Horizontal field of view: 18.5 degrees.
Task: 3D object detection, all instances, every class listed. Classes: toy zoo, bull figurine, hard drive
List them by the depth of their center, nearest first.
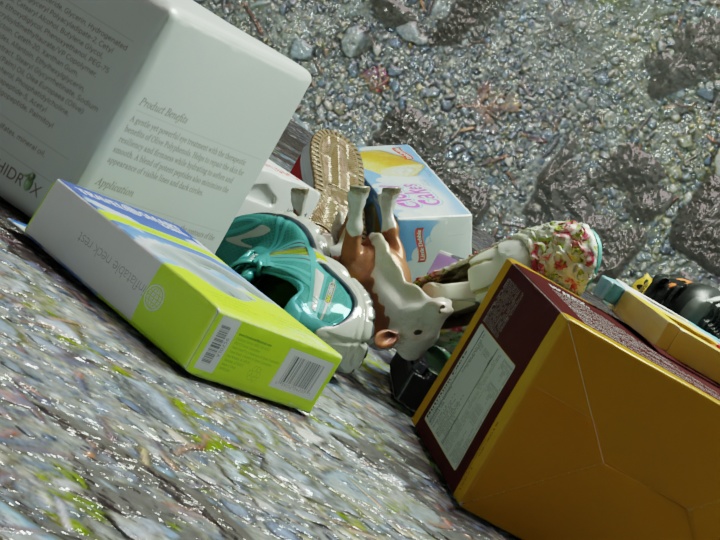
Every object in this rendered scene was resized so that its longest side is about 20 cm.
[{"bbox_3d":[0.242,0.059,1.503,0.200,0.020,0.131,29,6,-14],"label":"toy zoo"},{"bbox_3d":[0.000,0.000,1.595,0.065,0.122,0.200,0,2,-27],"label":"bull figurine"},{"bbox_3d":[0.115,0.117,1.610,0.200,0.038,0.140,30,6,-6],"label":"hard drive"}]

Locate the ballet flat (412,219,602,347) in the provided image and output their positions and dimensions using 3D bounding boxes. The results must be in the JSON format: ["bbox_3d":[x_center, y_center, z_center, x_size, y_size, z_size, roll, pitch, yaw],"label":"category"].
[{"bbox_3d":[0.091,0.015,1.570,0.064,0.076,0.200,3,-20,-31],"label":"ballet flat"}]

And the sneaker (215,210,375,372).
[{"bbox_3d":[-0.060,0.005,1.549,0.080,0.078,0.200,12,14,-31],"label":"sneaker"}]

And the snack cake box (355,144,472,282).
[{"bbox_3d":[0.036,-0.024,1.885,0.067,0.115,0.200,-3,20,-14],"label":"snack cake box"}]

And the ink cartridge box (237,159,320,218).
[{"bbox_3d":[-0.153,-0.086,1.754,0.200,0.086,0.146,37,10,38],"label":"ink cartridge box"}]

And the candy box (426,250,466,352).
[{"bbox_3d":[0.156,0.075,1.722,0.168,0.072,0.200,22,-11,48],"label":"candy box"}]

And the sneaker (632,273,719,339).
[{"bbox_3d":[0.236,0.037,1.667,0.090,0.070,0.200,39,1,18],"label":"sneaker"}]

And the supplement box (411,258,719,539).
[{"bbox_3d":[0.161,0.111,1.428,0.197,0.133,0.200,29,7,-12],"label":"supplement box"}]

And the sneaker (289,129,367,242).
[{"bbox_3d":[-0.050,-0.018,1.845,0.071,0.113,0.200,28,37,-16],"label":"sneaker"}]

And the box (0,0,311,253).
[{"bbox_3d":[-0.185,-0.127,1.538,0.200,0.171,0.199,34,7,27],"label":"box"}]

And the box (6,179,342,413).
[{"bbox_3d":[-0.116,0.010,1.356,0.200,0.048,0.122,37,9,40],"label":"box"}]
